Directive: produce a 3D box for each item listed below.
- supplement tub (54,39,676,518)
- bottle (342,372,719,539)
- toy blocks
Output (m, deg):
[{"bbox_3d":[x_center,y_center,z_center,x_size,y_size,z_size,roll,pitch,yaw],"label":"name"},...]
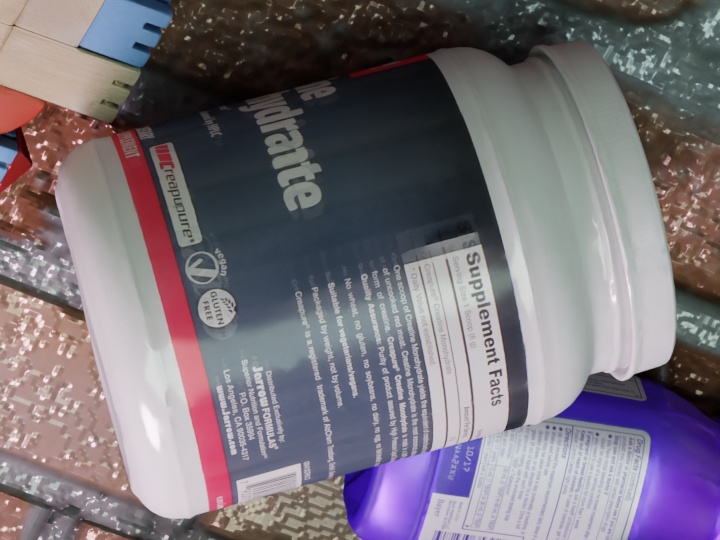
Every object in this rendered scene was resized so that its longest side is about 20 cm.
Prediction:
[{"bbox_3d":[0.000,0.000,1.047,0.199,0.140,0.141,-15,118,-7],"label":"supplement tub"},{"bbox_3d":[0.097,0.082,1.149,0.199,0.065,0.084,9,115,-11],"label":"bottle"},{"bbox_3d":[-0.129,-0.103,1.020,0.136,0.100,0.200,18,125,-25],"label":"toy blocks"}]
